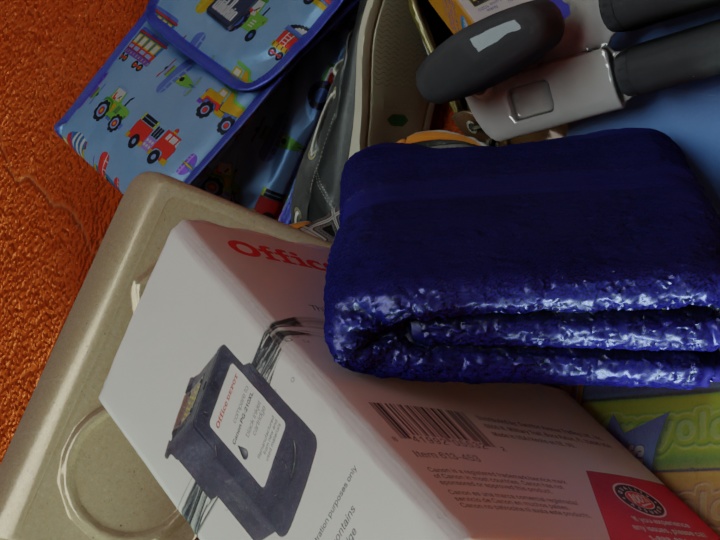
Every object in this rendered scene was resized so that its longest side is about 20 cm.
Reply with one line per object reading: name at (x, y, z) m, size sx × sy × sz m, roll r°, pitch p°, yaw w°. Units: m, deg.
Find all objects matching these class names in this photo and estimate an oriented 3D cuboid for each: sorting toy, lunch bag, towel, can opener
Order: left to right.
lunch bag at (-0.071, -0.122, 1.004) m, size 0.201 × 0.094 × 0.150 m, roll -57°, pitch 42°, yaw 3°
sorting toy at (-0.054, 0.071, 0.767) m, size 0.199 × 0.036 × 0.186 m, roll 21°, pitch 80°, yaw 13°
towel at (0.062, -0.006, 0.630) m, size 0.200 × 0.146 × 0.050 m, roll -82°, pitch -12°, yaw -72°
can opener at (0.112, -0.095, 0.682) m, size 0.199 × 0.067 × 0.054 m, roll -13°, pitch 94°, yaw 41°

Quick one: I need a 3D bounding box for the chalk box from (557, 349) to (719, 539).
chalk box at (0.130, 0.089, 0.678) m, size 0.199 × 0.124 × 0.125 m, roll -11°, pitch 72°, yaw 47°

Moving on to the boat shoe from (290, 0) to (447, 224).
boat shoe at (0.007, -0.105, 0.907) m, size 0.067 × 0.071 × 0.202 m, roll 17°, pitch 96°, yaw 48°

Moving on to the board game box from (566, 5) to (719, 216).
board game box at (0.166, -0.073, 0.713) m, size 0.157 × 0.039 × 0.202 m, roll 14°, pitch 105°, yaw 39°

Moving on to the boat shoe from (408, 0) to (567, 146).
boat shoe at (0.076, -0.077, 0.823) m, size 0.072 × 0.068 × 0.201 m, roll -51°, pitch 47°, yaw 26°

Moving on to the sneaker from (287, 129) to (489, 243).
sneaker at (0.000, 0.000, 0.833) m, size 0.199 × 0.077 × 0.078 m, roll -32°, pitch 102°, yaw 38°

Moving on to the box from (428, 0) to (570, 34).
box at (0.079, -0.174, 0.821) m, size 0.118 × 0.042 × 0.201 m, roll -26°, pitch 53°, yaw -6°

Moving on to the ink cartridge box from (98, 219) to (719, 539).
ink cartridge box at (0.015, 0.074, 0.606) m, size 0.200 × 0.144 × 0.085 m, roll 44°, pitch 114°, yaw 45°

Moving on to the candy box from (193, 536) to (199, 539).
candy box at (-0.038, 0.216, 0.706) m, size 0.116 × 0.056 × 0.202 m, roll 20°, pitch 106°, yaw 11°
